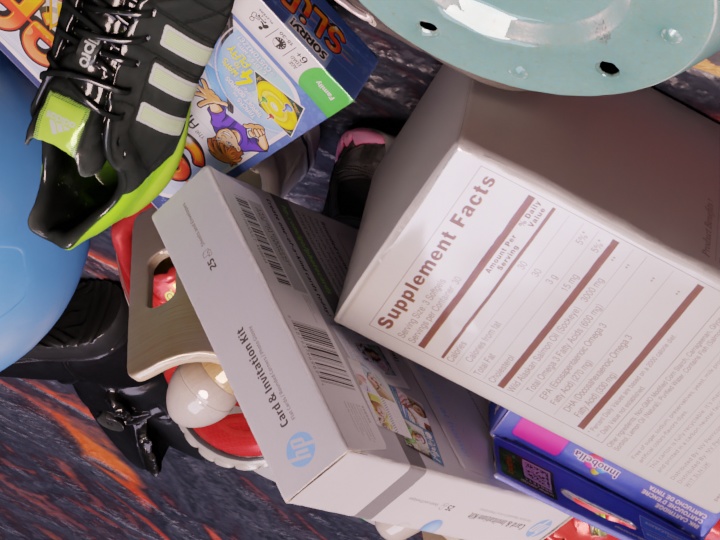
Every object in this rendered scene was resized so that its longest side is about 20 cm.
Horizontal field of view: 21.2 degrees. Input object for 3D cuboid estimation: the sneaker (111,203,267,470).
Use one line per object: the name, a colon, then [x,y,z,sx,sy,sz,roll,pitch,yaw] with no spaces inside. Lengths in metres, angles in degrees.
sneaker: [-0.093,0.034,1.102,0.200,0.077,0.085,48,165,38]

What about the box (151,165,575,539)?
box: [0.006,0.045,0.883,0.041,0.156,0.200,-40,149,21]

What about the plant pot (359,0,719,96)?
plant pot: [0.069,-0.153,0.587,0.200,0.161,0.201,19,155,9]

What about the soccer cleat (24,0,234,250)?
soccer cleat: [-0.098,-0.088,0.783,0.067,0.081,0.200,29,137,13]

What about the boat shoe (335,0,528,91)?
boat shoe: [0.003,-0.141,0.787,0.200,0.067,0.057,34,169,-13]

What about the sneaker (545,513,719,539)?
sneaker: [0.145,0.159,1.199,0.199,0.085,0.077,12,154,21]

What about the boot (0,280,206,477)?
boot: [-0.204,0.077,1.353,0.199,0.077,0.168,-1,143,29]

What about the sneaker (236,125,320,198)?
sneaker: [-0.067,-0.088,0.927,0.073,0.071,0.200,10,152,24]

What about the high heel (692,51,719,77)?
high heel: [0.136,-0.079,0.753,0.199,0.072,0.143,-9,137,23]

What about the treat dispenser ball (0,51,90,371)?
treat dispenser ball: [-0.244,-0.033,1.030,0.200,0.201,0.201,18,154,9]

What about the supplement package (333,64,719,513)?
supplement package: [0.108,-0.005,0.852,0.199,0.117,0.117,27,128,-9]

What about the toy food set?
toy food set: [-0.030,0.063,0.928,0.060,0.144,0.200,-41,116,18]

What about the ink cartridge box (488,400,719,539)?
ink cartridge box: [0.120,0.059,0.942,0.119,0.200,0.042,28,117,-11]

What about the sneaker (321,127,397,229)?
sneaker: [0.000,0.000,1.018,0.079,0.096,0.200,24,153,1]

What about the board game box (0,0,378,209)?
board game box: [-0.106,-0.126,0.843,0.200,0.035,0.135,46,133,-16]

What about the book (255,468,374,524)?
book: [-0.022,0.112,1.318,0.133,0.048,0.200,21,157,12]

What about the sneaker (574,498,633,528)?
sneaker: [0.106,0.092,1.117,0.199,0.087,0.074,22,154,1]
